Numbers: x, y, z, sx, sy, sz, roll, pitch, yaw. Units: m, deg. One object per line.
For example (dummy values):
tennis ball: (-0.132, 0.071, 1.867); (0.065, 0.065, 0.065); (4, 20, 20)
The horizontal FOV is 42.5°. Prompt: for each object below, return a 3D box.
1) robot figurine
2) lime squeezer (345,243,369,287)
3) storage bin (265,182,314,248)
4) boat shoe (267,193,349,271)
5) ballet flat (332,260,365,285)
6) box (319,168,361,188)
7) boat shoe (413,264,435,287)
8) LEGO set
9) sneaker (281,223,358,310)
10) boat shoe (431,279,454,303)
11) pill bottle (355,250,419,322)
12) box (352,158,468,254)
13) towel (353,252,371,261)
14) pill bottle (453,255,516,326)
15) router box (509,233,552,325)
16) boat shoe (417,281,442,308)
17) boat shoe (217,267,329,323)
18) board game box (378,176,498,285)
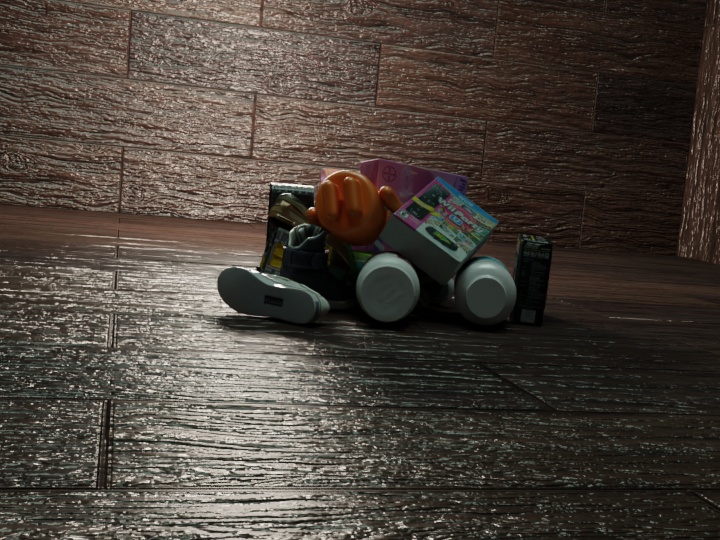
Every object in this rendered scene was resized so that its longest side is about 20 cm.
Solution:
robot figurine: (-0.011, -0.107, 1.636); (0.117, 0.144, 0.200); (44, 2, 15)
lime squeezer: (0.000, 0.000, 1.719); (0.037, 0.072, 0.200); (19, -2, 14)
storage bin: (-0.152, -0.081, 1.969); (0.092, 0.204, 0.135); (5, 6, -8)
boat shoe: (-0.105, -0.064, 1.861); (0.199, 0.074, 0.076); (39, -31, -2)
ballet flat: (-0.012, 0.015, 1.908); (0.069, 0.071, 0.198); (0, 7, -41)
box: (-0.042, -0.115, 1.931); (0.101, 0.096, 0.201); (5, -30, -4)
boat shoe: (0.099, -0.012, 1.711); (0.201, 0.076, 0.075); (-33, 34, -10)
LEGO set: (-0.134, 0.006, 1.769); (0.152, 0.118, 0.199); (23, -14, -21)
sneaker: (-0.065, -0.006, 1.632); (0.076, 0.149, 0.201); (7, 5, 36)
boat shoe: (0.139, 0.022, 1.872); (0.066, 0.075, 0.199); (0, 7, -33)
pill bottle: (0.047, 0.028, 1.575); (0.107, 0.112, 0.200); (5, 6, 1)
box: (0.094, -0.110, 1.810); (0.197, 0.180, 0.096); (9, -1, -23)
towel: (0.079, -0.006, 1.958); (0.196, 0.031, 0.150); (4, -27, -1)
pill bottle: (0.220, 0.037, 1.645); (0.109, 0.113, 0.200); (6, 7, 5)
router box: (0.322, 0.013, 1.760); (0.061, 0.153, 0.200); (7, 6, 8)
boat shoe: (0.099, 0.015, 1.811); (0.067, 0.072, 0.200); (-38, 21, -10)
boat shoe: (-0.140, 0.040, 1.498); (0.197, 0.073, 0.065); (9, 3, 28)
board game box: (0.144, -0.074, 1.661); (0.147, 0.065, 0.200); (37, 35, 9)
